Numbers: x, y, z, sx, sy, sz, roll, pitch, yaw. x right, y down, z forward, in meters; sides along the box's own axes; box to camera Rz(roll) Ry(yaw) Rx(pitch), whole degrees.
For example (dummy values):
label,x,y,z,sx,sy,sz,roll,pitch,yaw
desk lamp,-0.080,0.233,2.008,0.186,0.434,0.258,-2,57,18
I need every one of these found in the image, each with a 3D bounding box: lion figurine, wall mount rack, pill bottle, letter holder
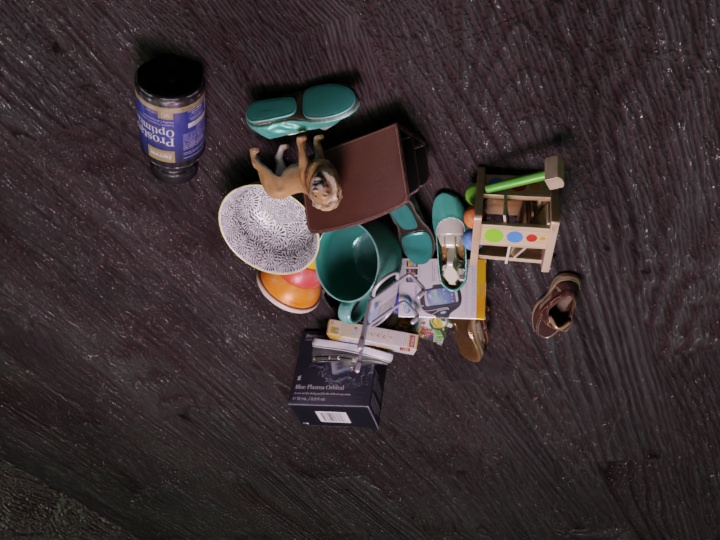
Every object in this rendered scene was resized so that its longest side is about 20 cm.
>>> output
label,x,y,z,sx,sy,sz,roll,pitch,yaw
lion figurine,-0.109,-0.154,1.166,0.072,0.124,0.199,-12,-174,-44
wall mount rack,0.040,0.093,1.306,0.075,0.173,0.201,47,160,21
pill bottle,-0.316,-0.245,1.179,0.110,0.113,0.201,13,141,-2
letter holder,0.010,-0.138,1.179,0.198,0.144,0.100,-15,165,30

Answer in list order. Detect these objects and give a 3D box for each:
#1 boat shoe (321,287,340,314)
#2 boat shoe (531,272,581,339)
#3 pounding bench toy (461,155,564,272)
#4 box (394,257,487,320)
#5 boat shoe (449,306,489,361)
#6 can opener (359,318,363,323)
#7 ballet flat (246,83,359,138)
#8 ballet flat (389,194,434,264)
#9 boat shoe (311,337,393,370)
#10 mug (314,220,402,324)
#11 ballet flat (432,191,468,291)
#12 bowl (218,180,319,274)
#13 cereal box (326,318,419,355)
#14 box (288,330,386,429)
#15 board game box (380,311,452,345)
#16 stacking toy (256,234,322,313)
label,x,y,z,sx,sy,sz,roll,pitch,yaw
boat shoe,-0.040,0.071,1.536,0.073,0.064,0.202,-6,145,11
boat shoe,0.401,0.091,1.441,0.071,0.073,0.201,12,142,-1
pounding bench toy,0.253,-0.114,1.184,0.154,0.125,0.201,5,141,9
box,0.153,0.035,1.404,0.197,0.121,0.041,1,180,15
boat shoe,0.237,0.097,1.491,0.072,0.072,0.202,12,130,46
can opener,0.066,0.052,1.470,0.199,0.079,0.064,-32,90,18
ballet flat,-0.087,-0.257,1.143,0.197,0.068,0.070,-5,163,18
ballet flat,0.097,-0.091,1.305,0.067,0.064,0.201,-7,144,17
boat shoe,-0.021,0.195,1.581,0.198,0.057,0.069,8,173,24
mug,-0.004,-0.011,1.348,0.152,0.114,0.186,48,120,20
ballet flat,0.171,-0.045,1.297,0.066,0.071,0.202,-5,124,8
bowl,-0.158,-0.100,1.319,0.198,0.095,0.202,10,132,11
cereal box,0.028,0.148,1.551,0.197,0.040,0.144,11,169,4
box,-0.049,0.255,1.656,0.194,0.202,0.118,-2,143,15
board game box,0.108,0.093,1.540,0.198,0.024,0.106,18,122,-8
stacking toy,-0.109,-0.026,1.412,0.145,0.147,0.201,25,122,-17
